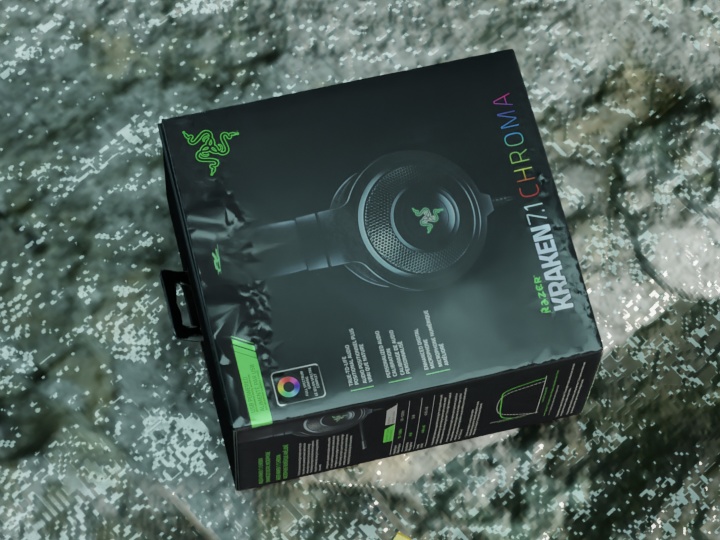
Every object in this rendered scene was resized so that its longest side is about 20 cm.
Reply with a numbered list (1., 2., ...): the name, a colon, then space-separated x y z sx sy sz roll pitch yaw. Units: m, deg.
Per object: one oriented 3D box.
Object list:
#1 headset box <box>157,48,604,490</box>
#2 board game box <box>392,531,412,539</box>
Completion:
1. headset box: 0.000 0.000 1.187 0.199 0.093 0.175 -11 67 -7
2. board game box: 0.067 0.234 1.121 0.200 0.034 0.135 30 69 10
